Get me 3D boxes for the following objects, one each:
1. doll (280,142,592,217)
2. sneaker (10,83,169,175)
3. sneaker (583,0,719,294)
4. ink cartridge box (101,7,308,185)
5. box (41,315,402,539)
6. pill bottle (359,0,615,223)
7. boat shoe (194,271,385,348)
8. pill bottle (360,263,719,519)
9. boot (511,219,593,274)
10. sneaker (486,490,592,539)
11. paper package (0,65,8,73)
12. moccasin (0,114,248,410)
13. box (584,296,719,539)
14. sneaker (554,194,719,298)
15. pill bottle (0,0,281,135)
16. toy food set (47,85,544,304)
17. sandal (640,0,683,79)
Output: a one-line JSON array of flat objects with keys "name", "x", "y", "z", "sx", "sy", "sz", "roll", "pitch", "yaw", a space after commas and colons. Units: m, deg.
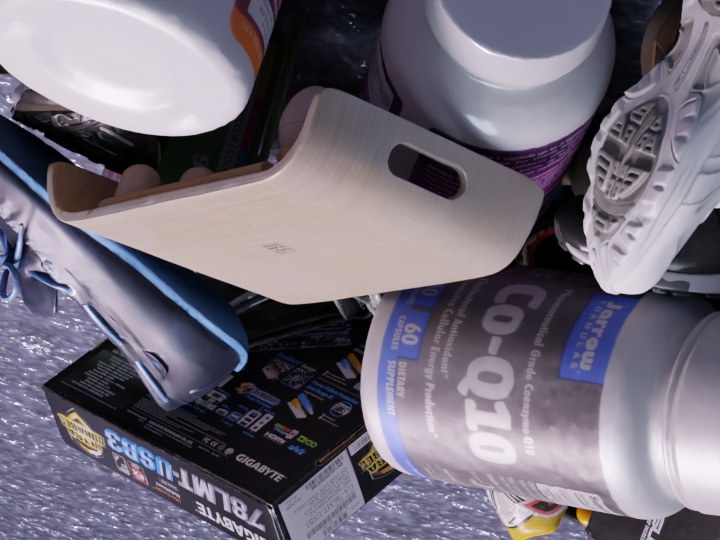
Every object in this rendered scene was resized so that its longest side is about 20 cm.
[{"name": "doll", "x": 0.061, "y": -0.053, "z": 1.411, "sx": 0.200, "sy": 0.049, "sz": 0.136, "roll": 0, "pitch": 159, "yaw": 29}, {"name": "sneaker", "x": -0.134, "y": -0.097, "z": 1.331, "sx": 0.074, "sy": 0.079, "sz": 0.200, "roll": 28, "pitch": -178, "yaw": -17}, {"name": "sneaker", "x": 0.174, "y": -0.068, "z": 1.157, "sx": 0.099, "sy": 0.200, "sz": 0.078, "roll": 19, "pitch": -157, "yaw": -25}, {"name": "ink cartridge box", "x": -0.094, "y": -0.070, "z": 1.408, "sx": 0.059, "sy": 0.104, "sz": 0.200, "roll": 21, "pitch": 157, "yaw": -12}, {"name": "box", "x": -0.037, "y": 0.054, "z": 1.410, "sx": 0.200, "sy": 0.198, "sz": 0.050, "roll": 22, "pitch": 138, "yaw": 43}, {"name": "pill bottle", "x": 0.060, "y": -0.093, "z": 1.241, "sx": 0.112, "sy": 0.113, "sz": 0.200, "roll": 17, "pitch": 157, "yaw": -1}, {"name": "boat shoe", "x": -0.001, "y": -0.001, "z": 1.358, "sx": 0.199, "sy": 0.068, "sz": 0.074, "roll": -13, "pitch": 144, "yaw": 6}, {"name": "pill bottle", "x": 0.110, "y": 0.058, "z": 1.256, "sx": 0.200, "sy": 0.114, "sz": 0.114, "roll": 7, "pitch": 156, "yaw": 35}, {"name": "boot", "x": 0.155, "y": 0.025, "z": 1.455, "sx": 0.200, "sy": 0.073, "sz": 0.151, "roll": 27, "pitch": 172, "yaw": -7}, {"name": "sneaker", "x": 0.144, "y": 0.104, "z": 1.414, "sx": 0.200, "sy": 0.082, "sz": 0.078, "roll": -7, "pitch": 168, "yaw": -34}, {"name": "paper package", "x": -0.156, "y": -0.178, "z": 1.212, "sx": 0.200, "sy": 0.104, "sz": 0.191, "roll": 1, "pitch": 154, "yaw": 32}, {"name": "moccasin", "x": -0.145, "y": 0.000, "z": 1.298, "sx": 0.200, "sy": 0.068, "sz": 0.080, "roll": 43, "pitch": -166, "yaw": -13}, {"name": "box", "x": 0.235, "y": 0.086, "z": 1.360, "sx": 0.200, "sy": 0.164, "sz": 0.086, "roll": 7, "pitch": -162, "yaw": -46}, {"name": "sneaker", "x": 0.193, "y": -0.034, "z": 1.221, "sx": 0.199, "sy": 0.088, "sz": 0.076, "roll": 7, "pitch": -163, "yaw": 6}, {"name": "pill bottle", "x": -0.072, "y": -0.167, "z": 1.053, "sx": 0.114, "sy": 0.200, "sz": 0.114, "roll": 15, "pitch": 157, "yaw": 7}, {"name": "toy food set", "x": -0.034, "y": -0.038, "z": 1.227, "sx": 0.143, "sy": 0.061, "sz": 0.200, "roll": 22, "pitch": 159, "yaw": -39}, {"name": "sandal", "x": 0.151, "y": -0.076, "z": 1.269, "sx": 0.055, "sy": 0.082, "sz": 0.200, "roll": 29, "pitch": 161, "yaw": 25}]
